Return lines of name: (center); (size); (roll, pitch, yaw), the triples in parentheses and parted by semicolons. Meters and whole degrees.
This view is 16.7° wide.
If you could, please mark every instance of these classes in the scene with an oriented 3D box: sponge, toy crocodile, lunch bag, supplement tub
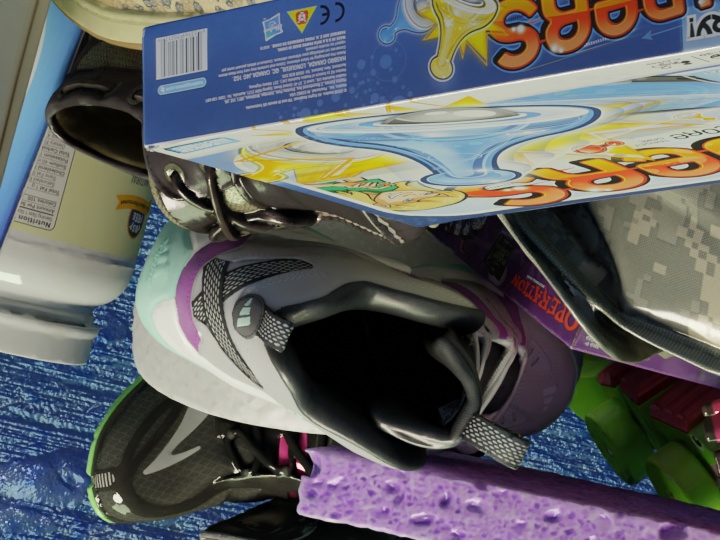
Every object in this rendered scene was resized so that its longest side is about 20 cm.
sponge: (0.088, 0.099, 0.938); (0.200, 0.030, 0.112); (10, 180, 26)
toy crocodile: (0.138, 0.059, 1.042); (0.062, 0.067, 0.200); (57, 173, -16)
lunch bag: (0.130, -0.022, 0.804); (0.200, 0.118, 0.164); (19, -172, 14)
supplement tub: (-0.168, -0.065, 1.207); (0.145, 0.201, 0.145); (15, -179, 0)

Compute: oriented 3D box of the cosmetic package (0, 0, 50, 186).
cosmetic package: (-0.168, -0.059, 0.788); (0.103, 0.201, 0.073); (16, -179, 29)

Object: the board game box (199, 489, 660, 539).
board game box: (0.048, 0.119, 1.061); (0.200, 0.028, 0.135); (6, -165, 38)

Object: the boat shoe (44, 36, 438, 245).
boat shoe: (-0.043, -0.041, 0.834); (0.200, 0.065, 0.072); (30, 166, 49)

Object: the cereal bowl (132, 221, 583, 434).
cereal bowl: (0.000, 0.000, 1.056); (0.199, 0.084, 0.200); (1, -164, 0)

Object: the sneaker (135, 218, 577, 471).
sneaker: (0.028, 0.042, 0.881); (0.200, 0.078, 0.140); (14, -171, -36)

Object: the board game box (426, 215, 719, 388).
board game box: (0.128, 0.015, 0.971); (0.200, 0.032, 0.120); (16, -169, -36)

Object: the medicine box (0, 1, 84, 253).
medicine box: (-0.225, -0.075, 0.925); (0.200, 0.182, 0.103); (15, -154, -20)

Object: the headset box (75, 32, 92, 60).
headset box: (-0.043, -0.092, 1.016); (0.200, 0.077, 0.149); (17, -177, 39)

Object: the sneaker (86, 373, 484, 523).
sneaker: (-0.024, 0.068, 1.077); (0.199, 0.077, 0.084); (-14, -165, -14)

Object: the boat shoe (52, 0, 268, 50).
boat shoe: (-0.038, -0.104, 0.788); (0.073, 0.063, 0.200); (-18, -155, -36)

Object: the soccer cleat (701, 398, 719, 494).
soccer cleat: (0.161, 0.081, 0.776); (0.086, 0.070, 0.200); (-12, -166, 4)

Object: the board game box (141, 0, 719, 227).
board game box: (0.063, -0.049, 0.630); (0.200, 0.035, 0.135); (-8, 168, 33)
